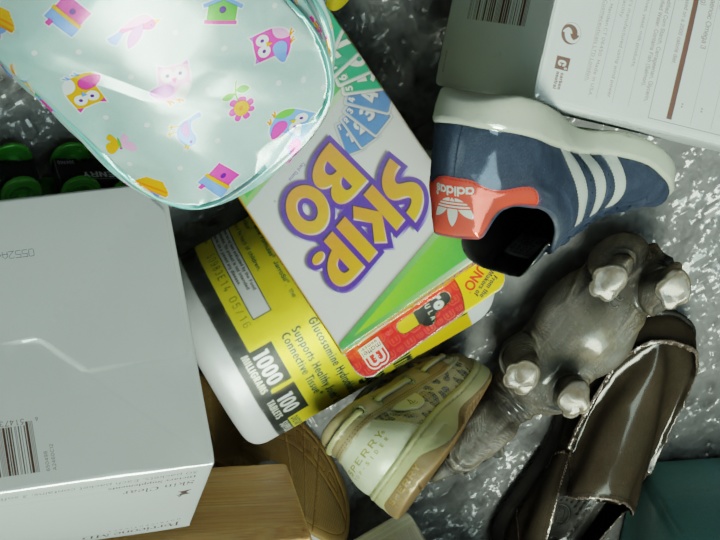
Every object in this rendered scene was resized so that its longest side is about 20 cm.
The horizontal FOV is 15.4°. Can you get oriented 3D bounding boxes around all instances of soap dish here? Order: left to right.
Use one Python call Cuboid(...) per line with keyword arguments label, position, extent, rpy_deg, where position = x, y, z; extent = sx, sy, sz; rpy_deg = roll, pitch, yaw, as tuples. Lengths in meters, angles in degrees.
Cuboid(label="soap dish", position=(-0.113, 0.173, 1.479), extent=(0.199, 0.082, 0.158), rpy_deg=(-4, 148, 7))

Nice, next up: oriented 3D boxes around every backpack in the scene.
Cuboid(label="backpack", position=(-0.101, -0.124, 1.176), extent=(0.166, 0.127, 0.200), rpy_deg=(-33, 126, 14))

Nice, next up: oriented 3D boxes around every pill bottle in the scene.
Cuboid(label="pill bottle", position=(0.000, 0.000, 1.446), extent=(0.199, 0.113, 0.113), rpy_deg=(-30, 126, 0))

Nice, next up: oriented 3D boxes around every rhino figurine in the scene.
Cuboid(label="rhino figurine", position=(0.110, 0.056, 1.544), extent=(0.060, 0.087, 0.200), rpy_deg=(42, 103, -6))

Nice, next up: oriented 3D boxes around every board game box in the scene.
Cuboid(label="board game box", position=(-0.016, -0.051, 1.383), extent=(0.095, 0.030, 0.200), rpy_deg=(-34, 86, 0))

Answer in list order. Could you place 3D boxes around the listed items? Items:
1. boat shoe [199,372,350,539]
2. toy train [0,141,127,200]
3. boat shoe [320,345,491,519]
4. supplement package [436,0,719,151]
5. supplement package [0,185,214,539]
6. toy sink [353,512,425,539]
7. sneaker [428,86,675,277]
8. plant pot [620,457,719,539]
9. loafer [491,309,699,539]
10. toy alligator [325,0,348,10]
Cuboid(label="boat shoe", position=(-0.083, 0.110, 1.521), extent=(0.069, 0.071, 0.200), rpy_deg=(-24, 139, 29))
Cuboid(label="toy train", position=(-0.201, -0.036, 1.396), extent=(0.199, 0.042, 0.057), rpy_deg=(-1, 131, -20))
Cuboid(label="boat shoe", position=(0.026, 0.077, 1.478), extent=(0.063, 0.200, 0.073), rpy_deg=(35, 102, 1))
Cuboid(label="supplement package", position=(0.161, -0.129, 1.404), extent=(0.199, 0.117, 0.118), rpy_deg=(11, 93, -27))
Cuboid(label="supplement package", position=(-0.189, 0.056, 1.354), extent=(0.199, 0.157, 0.111), rpy_deg=(-7, 160, -12))
Cuboid(label="toy sink", position=(-0.018, 0.260, 1.583), extent=(0.199, 0.112, 0.131), rpy_deg=(-29, 145, -1))
Cuboid(label="sneaker", position=(0.094, -0.036, 1.364), extent=(0.200, 0.075, 0.085), rpy_deg=(12, 88, -53))
Cuboid(label="plant pot", position=(0.237, 0.208, 1.613), extent=(0.140, 0.200, 0.142), rpy_deg=(-2, 121, -19))
Cuboid(label="loafer", position=(0.152, 0.115, 1.601), extent=(0.073, 0.071, 0.201), rpy_deg=(13, 116, -27))
Cuboid(label="toy alligator", position=(-0.059, -0.127, 1.353), extent=(0.059, 0.054, 0.200), rpy_deg=(40, 87, 8))
